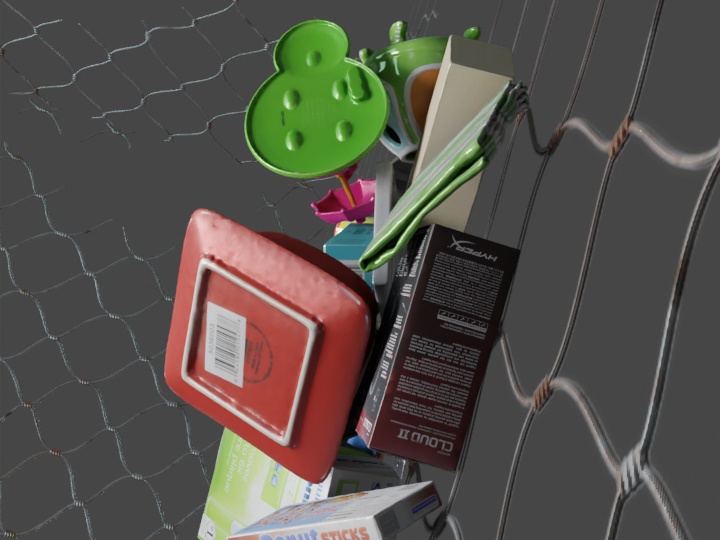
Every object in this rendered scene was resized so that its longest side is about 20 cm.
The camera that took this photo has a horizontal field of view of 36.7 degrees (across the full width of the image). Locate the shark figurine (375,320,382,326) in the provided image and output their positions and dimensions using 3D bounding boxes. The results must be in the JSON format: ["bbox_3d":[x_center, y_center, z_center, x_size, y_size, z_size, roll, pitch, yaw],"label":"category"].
[{"bbox_3d":[-0.029,0.036,1.334,0.214,0.128,0.090,-119,10,-82],"label":"shark figurine"}]

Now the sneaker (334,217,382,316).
[{"bbox_3d":[0.011,-0.010,1.343,0.200,0.090,0.078,83,-159,-57],"label":"sneaker"}]

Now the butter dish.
[{"bbox_3d":[-0.057,0.050,0.968,0.148,0.199,0.200,-29,-40,-51],"label":"butter dish"}]

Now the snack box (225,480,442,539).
[{"bbox_3d":[-0.027,0.207,0.891,0.200,0.072,0.024,-22,89,47],"label":"snack box"}]

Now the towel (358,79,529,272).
[{"bbox_3d":[0.075,-0.079,0.907,0.149,0.031,0.200,-46,5,29],"label":"towel"}]

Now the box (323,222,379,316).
[{"bbox_3d":[0.000,0.000,1.150,0.200,0.049,0.082,-51,-39,-79],"label":"box"}]

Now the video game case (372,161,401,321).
[{"bbox_3d":[0.034,0.000,1.142,0.200,0.018,0.143,75,-165,-60],"label":"video game case"}]

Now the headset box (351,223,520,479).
[{"bbox_3d":[0.054,0.069,0.890,0.149,0.075,0.200,169,118,-84],"label":"headset box"}]

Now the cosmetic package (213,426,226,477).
[{"bbox_3d":[-0.098,0.201,1.535,0.166,0.167,0.200,-124,51,-82],"label":"cosmetic package"}]

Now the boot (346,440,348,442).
[{"bbox_3d":[-0.070,0.166,1.226,0.075,0.200,0.097,-106,28,-59],"label":"boot"}]

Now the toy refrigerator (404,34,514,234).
[{"bbox_3d":[0.095,-0.120,1.071,0.076,0.070,0.200,-82,5,-58],"label":"toy refrigerator"}]

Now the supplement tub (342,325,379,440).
[{"bbox_3d":[-0.024,0.099,1.131,0.200,0.107,0.107,-83,11,-80],"label":"supplement tub"}]

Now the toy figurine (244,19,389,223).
[{"bbox_3d":[-0.029,-0.137,1.178,0.184,0.150,0.200,66,-165,-59],"label":"toy figurine"}]

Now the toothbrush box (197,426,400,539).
[{"bbox_3d":[-0.065,0.232,1.063,0.200,0.086,0.146,19,95,52],"label":"toothbrush box"}]

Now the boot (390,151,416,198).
[{"bbox_3d":[0.083,-0.192,1.412,0.200,0.069,0.174,126,159,-80],"label":"boot"}]

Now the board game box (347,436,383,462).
[{"bbox_3d":[0.005,0.217,1.145,0.158,0.039,0.200,-84,19,-69],"label":"board game box"}]

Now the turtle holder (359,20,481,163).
[{"bbox_3d":[0.060,-0.187,1.210,0.185,0.141,0.132,-14,78,47],"label":"turtle holder"}]
